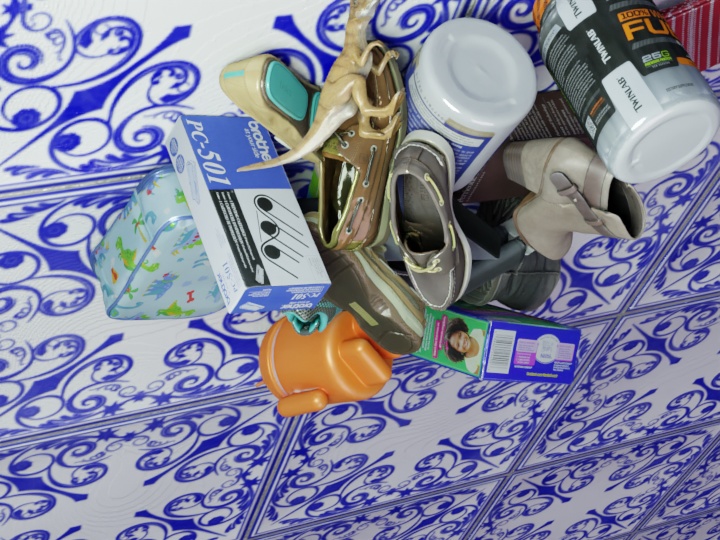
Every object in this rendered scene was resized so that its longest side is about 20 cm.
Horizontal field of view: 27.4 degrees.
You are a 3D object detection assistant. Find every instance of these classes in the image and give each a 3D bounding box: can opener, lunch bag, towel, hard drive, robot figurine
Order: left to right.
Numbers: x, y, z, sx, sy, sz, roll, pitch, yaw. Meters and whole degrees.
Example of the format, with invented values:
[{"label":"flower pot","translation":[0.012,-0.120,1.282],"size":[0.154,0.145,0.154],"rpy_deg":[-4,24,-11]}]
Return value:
[{"label":"lunch bag","translation":[-0.173,-0.027,1.503],"size":[0.160,0.083,0.200],"rpy_deg":[-3,149,-34]},{"label":"robot figurine","translation":[-0.040,0.101,1.758],"size":[0.116,0.145,0.199],"rpy_deg":[7,167,-45]},{"label":"hard drive","translation":[0.030,-0.044,1.540],"size":[0.199,0.033,0.139],"rpy_deg":[-1,163,30]},{"label":"can opener","translation":[0.155,-0.034,1.622],"size":[0.199,0.053,0.067],"rpy_deg":[-31,142,-27]},{"label":"towel","translation":[0.386,-0.265,1.596],"size":[0.199,0.023,0.145],"rpy_deg":[-23,154,2]}]

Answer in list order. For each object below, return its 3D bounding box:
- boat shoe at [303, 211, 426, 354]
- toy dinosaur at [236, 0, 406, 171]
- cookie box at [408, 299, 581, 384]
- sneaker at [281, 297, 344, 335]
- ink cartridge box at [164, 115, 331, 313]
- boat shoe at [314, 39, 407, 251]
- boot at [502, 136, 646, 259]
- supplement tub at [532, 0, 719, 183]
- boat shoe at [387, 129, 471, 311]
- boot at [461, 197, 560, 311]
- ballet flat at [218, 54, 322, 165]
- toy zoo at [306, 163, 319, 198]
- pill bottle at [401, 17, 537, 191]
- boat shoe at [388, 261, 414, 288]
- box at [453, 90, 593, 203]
[{"label":"boat shoe","translation":[0.000,0.000,1.515],"size":[0.071,0.077,0.200],"rpy_deg":[-11,133,36]},{"label":"toy dinosaur","translation":[-0.017,-0.154,1.355],"size":[0.201,0.106,0.060],"rpy_deg":[-63,168,1]},{"label":"cookie box","translation":[0.139,0.080,1.811],"size":[0.170,0.199,0.076],"rpy_deg":[7,95,-43]},{"label":"sneaker","translation":[-0.050,0.028,1.610],"size":[0.077,0.092,0.200],"rpy_deg":[17,172,16]},{"label":"ink cartridge box","translation":[-0.107,-0.055,1.389],"size":[0.093,0.201,0.044],"rpy_deg":[-2,145,-34]},{"label":"boat shoe","translation":[-0.004,-0.116,1.401],"size":[0.068,0.202,0.072],"rpy_deg":[-9,-166,-39]},{"label":"boot","translation":[0.228,-0.061,1.524],"size":[0.070,0.146,0.200],"rpy_deg":[-54,139,-18]},{"label":"supplement tub","translation":[0.250,-0.195,1.422],"size":[0.122,0.201,0.123],"rpy_deg":[-20,151,-11]},{"label":"boat shoe","translation":[0.062,-0.035,1.410],"size":[0.071,0.060,0.201],"rpy_deg":[11,133,21]},{"label":"boot","translation":[0.201,-0.030,1.793],"size":[0.199,0.072,0.183],"rpy_deg":[4,117,-55]},{"label":"ballet flat","translation":[-0.068,-0.152,1.419],"size":[0.063,0.069,0.200],"rpy_deg":[1,159,27]},{"label":"toy zoo","translation":[-0.002,-0.065,1.642],"size":[0.130,0.021,0.201],"rpy_deg":[-14,150,-18]},{"label":"pill bottle","translation":[0.081,-0.146,1.454],"size":[0.119,0.121,0.200],"rpy_deg":[-9,159,-25]},{"label":"boat shoe","translation":[0.068,-0.008,1.732],"size":[0.199,0.075,0.061],"rpy_deg":[0,119,-59]},{"label":"box","translation":[0.182,-0.136,1.607],"size":[0.198,0.075,0.100],"rpy_deg":[-7,148,-25]}]
